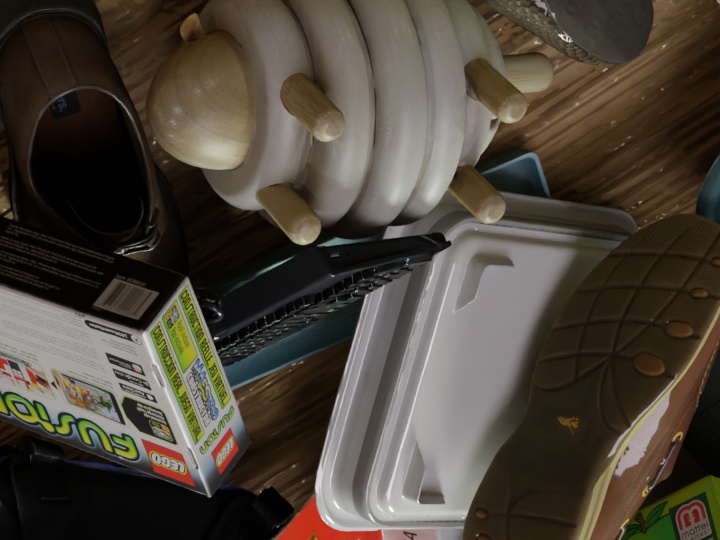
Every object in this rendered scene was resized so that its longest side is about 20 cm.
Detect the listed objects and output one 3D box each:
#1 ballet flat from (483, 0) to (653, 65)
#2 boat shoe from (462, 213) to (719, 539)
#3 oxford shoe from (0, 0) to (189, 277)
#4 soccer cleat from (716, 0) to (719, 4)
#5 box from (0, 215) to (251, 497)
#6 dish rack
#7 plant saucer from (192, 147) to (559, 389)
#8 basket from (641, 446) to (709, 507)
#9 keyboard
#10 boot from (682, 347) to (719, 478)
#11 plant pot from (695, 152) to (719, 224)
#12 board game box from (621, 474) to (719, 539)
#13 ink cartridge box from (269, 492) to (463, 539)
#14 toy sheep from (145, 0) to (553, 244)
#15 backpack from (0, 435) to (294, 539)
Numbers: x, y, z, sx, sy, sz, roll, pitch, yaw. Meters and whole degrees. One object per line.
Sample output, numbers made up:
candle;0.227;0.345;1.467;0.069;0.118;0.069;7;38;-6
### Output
ballet flat;0.056;-0.146;1.186;0.200;0.068;0.046;25;159;-39
boat shoe;0.120;0.067;1.272;0.200;0.072;0.068;-61;147;1
oxford shoe;-0.118;-0.026;1.199;0.072;0.085;0.200;-23;136;-3
soccer cleat;0.170;-0.159;1.209;0.086;0.070;0.200;-7;127;-4
box;-0.149;0.024;1.170;0.035;0.200;0.110;-54;146;-30
dish rack;0.073;0.050;1.294;0.200;0.043;0.172;6;103;-50
plant saucer;0.000;0.000;1.315;0.199;0.019;0.070;-24;135;-1
basket;0.222;0.179;1.432;0.180;0.200;0.136;-23;137;5
keyboard;-0.056;0.023;1.200;0.127;0.021;0.200;-7;167;-33
boot;0.235;0.058;1.389;0.203;0.154;0.073;38;124;-12
plant pot;0.294;-0.005;1.257;0.200;0.196;0.200;-29;159;-12
board game box;0.126;0.171;1.340;0.200;0.048;0.101;-30;148;30
ink cartridge box;0.029;0.150;1.378;0.174;0.043;0.200;-49;147;-34
toy sheep;-0.001;-0.075;1.168;0.199;0.138;0.138;-3;132;-30
backpack;-0.133;0.208;1.321;0.183;0.201;0.147;14;148;-29
